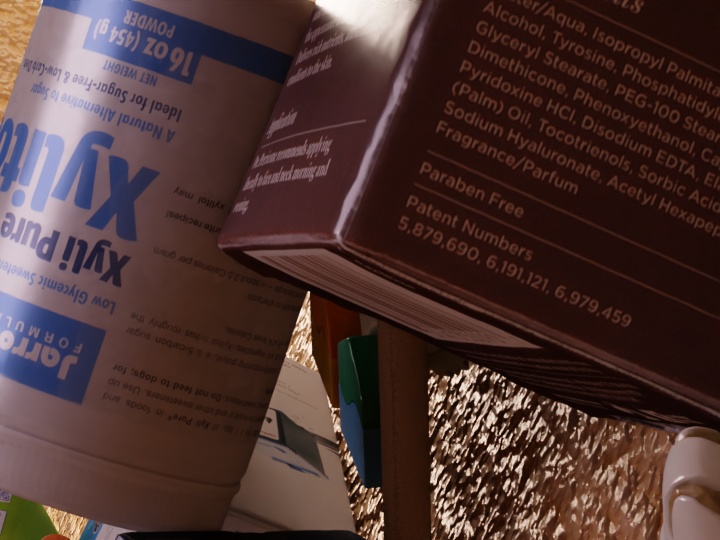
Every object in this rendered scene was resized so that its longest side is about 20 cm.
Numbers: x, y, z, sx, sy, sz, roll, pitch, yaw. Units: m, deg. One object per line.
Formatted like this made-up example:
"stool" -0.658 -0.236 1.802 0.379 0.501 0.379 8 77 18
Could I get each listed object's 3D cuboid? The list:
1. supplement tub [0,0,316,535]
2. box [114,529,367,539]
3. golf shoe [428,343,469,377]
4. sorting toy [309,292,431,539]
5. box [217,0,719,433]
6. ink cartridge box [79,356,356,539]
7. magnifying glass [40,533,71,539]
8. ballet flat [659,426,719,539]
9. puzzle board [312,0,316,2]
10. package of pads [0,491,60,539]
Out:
"supplement tub" -0.080 -0.013 0.834 0.132 0.132 0.200 -161 90 -75
"box" -0.058 0.177 0.834 0.158 0.051 0.200 -64 -25 5
"golf shoe" 0.051 -0.053 0.930 0.200 0.097 0.078 -63 17 17
"sorting toy" 0.000 0.000 0.941 0.200 0.036 0.185 -105 12 -64
"box" 0.077 -0.066 0.721 0.200 0.164 0.166 -68 14 -5
"ink cartridge box" -0.076 0.137 1.097 0.147 0.086 0.200 -62 18 18
"magnifying glass" -0.144 0.179 1.055 0.200 0.022 0.080 104 165 -57
"ballet flat" 0.120 0.052 0.591 0.200 0.071 0.071 -54 19 40
"puzzle board" 0.014 -0.152 0.961 0.151 0.017 0.200 0 50 57
"package of pads" -0.186 0.229 1.181 0.155 0.068 0.200 -80 -23 -43
